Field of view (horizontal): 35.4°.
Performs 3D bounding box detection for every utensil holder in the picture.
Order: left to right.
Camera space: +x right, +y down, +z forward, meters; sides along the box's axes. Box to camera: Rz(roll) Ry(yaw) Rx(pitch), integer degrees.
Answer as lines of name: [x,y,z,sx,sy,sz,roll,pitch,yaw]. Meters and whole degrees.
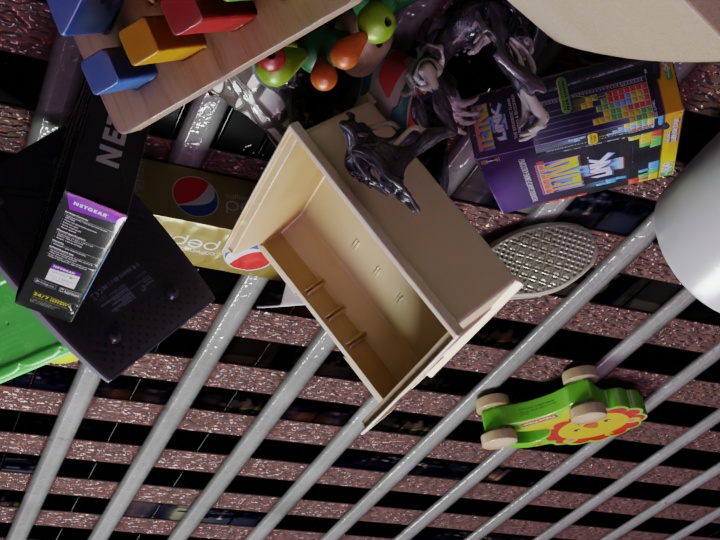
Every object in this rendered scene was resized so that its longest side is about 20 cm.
utensil holder: [0.381,-0.073,1.005,0.167,0.172,0.200,9,147,-21]

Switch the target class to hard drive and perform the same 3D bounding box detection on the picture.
hard drive: [-0.231,-0.012,0.937,0.135,0.200,0.042,-39,175,-35]

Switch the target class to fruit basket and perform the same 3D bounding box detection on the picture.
fruit basket: [-0.314,0.031,1.114,0.213,0.216,0.157,-19,105,20]

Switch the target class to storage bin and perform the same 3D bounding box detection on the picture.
storage bin: [0.000,0.000,0.921,0.093,0.201,0.199,-32,167,-38]

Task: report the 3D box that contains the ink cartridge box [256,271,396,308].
ink cartridge box: [0.003,0.015,1.068,0.198,0.038,0.094,-7,177,38]

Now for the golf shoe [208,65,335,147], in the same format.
golf shoe: [-0.077,-0.154,0.915,0.093,0.079,0.201,14,153,15]

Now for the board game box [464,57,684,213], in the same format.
board game box: [0.183,-0.110,0.954,0.163,0.058,0.200,-14,168,11]

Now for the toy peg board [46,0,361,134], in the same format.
toy peg board: [-0.133,-0.210,0.677,0.197,0.202,0.098,-23,-177,26]

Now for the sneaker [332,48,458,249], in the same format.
sneaker: [0.018,-0.102,0.968,0.070,0.093,0.202,-35,150,-40]

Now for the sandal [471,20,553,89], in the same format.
sandal: [0.139,-0.210,0.849,0.047,0.076,0.201,-10,151,-26]

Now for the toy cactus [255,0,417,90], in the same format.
toy cactus: [-0.003,-0.188,0.805,0.102,0.201,0.165,38,166,4]

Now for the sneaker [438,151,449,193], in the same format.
sneaker: [0.042,-0.049,1.093,0.086,0.075,0.201,5,141,8]

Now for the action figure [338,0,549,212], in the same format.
action figure: [0.074,-0.135,0.818,0.102,0.201,0.119,45,170,-24]

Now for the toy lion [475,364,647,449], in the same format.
toy lion: [0.274,0.197,1.498,0.198,0.070,0.191,-20,152,21]

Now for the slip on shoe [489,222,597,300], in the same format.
slip on shoe: [0.153,0.003,1.186,0.198,0.075,0.061,-24,178,16]

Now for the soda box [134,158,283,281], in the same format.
soda box: [-0.137,-0.045,1.061,0.197,0.065,0.068,11,143,-22]

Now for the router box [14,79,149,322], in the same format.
router box: [-0.203,-0.085,0.866,0.050,0.202,0.149,19,141,-19]

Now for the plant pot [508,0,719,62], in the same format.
plant pot: [0.168,-0.232,0.644,0.198,0.177,0.201,27,102,-39]
